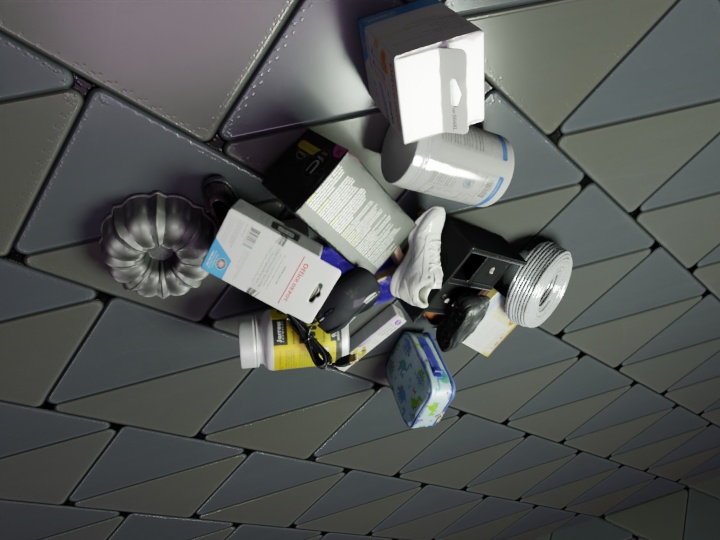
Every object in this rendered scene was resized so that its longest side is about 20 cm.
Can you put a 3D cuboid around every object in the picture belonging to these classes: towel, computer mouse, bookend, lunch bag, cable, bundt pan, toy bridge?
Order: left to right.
[{"bbox_3d":[-0.343,-0.030,0.891,0.200,0.076,0.203,-10,131,-12],"label":"bundt pan"},{"bbox_3d":[-0.036,0.092,0.865,0.199,0.046,0.141,-32,90,30],"label":"computer mouse"},{"bbox_3d":[0.000,0.000,1.054,0.147,0.050,0.201,-23,132,-1],"label":"towel"},{"bbox_3d":[0.071,-0.030,1.018,0.200,0.027,0.067,-45,140,-12],"label":"toy bridge"},{"bbox_3d":[0.138,0.252,1.212,0.082,0.200,0.161,5,126,-24],"label":"lunch bag"},{"bbox_3d":[0.207,0.014,1.082,0.198,0.092,0.200,11,125,-42],"label":"bookend"},{"bbox_3d":[0.399,0.035,1.162,0.199,0.069,0.201,-20,131,-43],"label":"cable"}]

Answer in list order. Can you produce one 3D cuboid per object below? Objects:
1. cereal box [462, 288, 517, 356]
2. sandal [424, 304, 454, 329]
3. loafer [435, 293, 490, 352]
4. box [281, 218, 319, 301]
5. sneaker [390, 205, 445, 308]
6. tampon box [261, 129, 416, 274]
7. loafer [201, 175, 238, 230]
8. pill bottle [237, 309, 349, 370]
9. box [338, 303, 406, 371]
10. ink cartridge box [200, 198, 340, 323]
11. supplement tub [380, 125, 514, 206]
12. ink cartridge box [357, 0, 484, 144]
[{"bbox_3d":[0.301,0.122,1.228,0.144,0.040,0.200,-48,140,8],"label":"cereal box"},{"bbox_3d":[0.183,0.102,1.197,0.206,0.059,0.079,29,115,-36],"label":"sandal"},{"bbox_3d":[0.214,0.114,1.092,0.070,0.068,0.201,-11,150,-20],"label":"loafer"},{"bbox_3d":[-0.125,0.001,0.997,0.082,0.069,0.201,-13,132,-6],"label":"box"},{"bbox_3d":[0.130,-0.023,0.981,0.075,0.099,0.201,-8,123,-48],"label":"sneaker"},{"bbox_3d":[-0.035,-0.110,0.864,0.126,0.150,0.200,-49,130,-1],"label":"tampon box"},{"bbox_3d":[-0.218,-0.069,0.909,0.071,0.063,0.201,-23,132,1],"label":"loafer"},{"bbox_3d":[-0.128,0.128,0.981,0.199,0.115,0.115,-4,130,-13],"label":"pill bottle"},{"bbox_3d":[0.016,0.157,1.198,0.200,0.042,0.039,-42,131,15],"label":"box"},{"bbox_3d":[-0.141,-0.013,0.848,0.199,0.067,0.116,30,108,-10],"label":"ink cartridge box"},{"bbox_3d":[0.150,-0.191,0.890,0.199,0.132,0.132,10,125,-25],"label":"supplement tub"},{"bbox_3d":[0.089,-0.285,0.741,0.124,0.201,0.129,-18,132,-4],"label":"ink cartridge box"}]
